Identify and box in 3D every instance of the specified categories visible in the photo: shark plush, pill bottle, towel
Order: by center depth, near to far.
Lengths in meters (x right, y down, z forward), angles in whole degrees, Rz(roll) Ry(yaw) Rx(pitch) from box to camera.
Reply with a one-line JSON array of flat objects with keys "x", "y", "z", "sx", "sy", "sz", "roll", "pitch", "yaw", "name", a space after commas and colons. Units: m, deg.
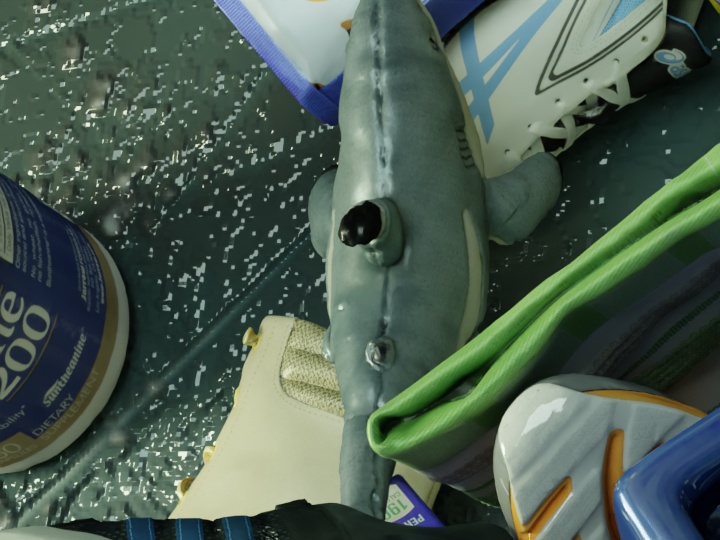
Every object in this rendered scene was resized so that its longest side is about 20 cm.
[{"x": 0.092, "y": 0.031, "z": 0.894, "sx": 0.149, "sy": 0.200, "sz": 0.031, "roll": -40, "pitch": 69, "yaw": 9, "name": "towel"}, {"x": 0.000, "y": 0.000, "z": 0.927, "sx": 0.090, "sy": 0.083, "sz": 0.201, "roll": 8, "pitch": 55, "yaw": 21, "name": "shark plush"}, {"x": -0.181, "y": 0.000, "z": 1.043, "sx": 0.110, "sy": 0.200, "sz": 0.112, "roll": -10, "pitch": 67, "yaw": 24, "name": "pill bottle"}]

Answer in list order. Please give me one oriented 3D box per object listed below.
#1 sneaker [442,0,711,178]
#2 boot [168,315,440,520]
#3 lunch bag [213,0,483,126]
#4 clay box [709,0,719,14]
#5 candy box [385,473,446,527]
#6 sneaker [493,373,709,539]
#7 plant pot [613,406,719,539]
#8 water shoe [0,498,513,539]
[{"x": 0.080, "y": -0.077, "z": 1.018, "sx": 0.072, "sy": 0.072, "sz": 0.200, "roll": 44, "pitch": 97, "yaw": 24, "name": "sneaker"}, {"x": -0.059, "y": 0.093, "z": 1.022, "sx": 0.199, "sy": 0.073, "sz": 0.156, "roll": 5, "pitch": 71, "yaw": 34, "name": "boot"}, {"x": 0.004, "y": -0.169, "z": 1.042, "sx": 0.170, "sy": 0.124, "sz": 0.200, "roll": -41, "pitch": 46, "yaw": 11, "name": "lunch bag"}, {"x": 0.155, "y": -0.100, "z": 0.909, "sx": 0.115, "sy": 0.200, "sz": 0.048, "roll": 34, "pitch": 88, "yaw": 33, "name": "clay box"}, {"x": -0.002, "y": 0.182, "z": 0.844, "sx": 0.169, "sy": 0.077, "sz": 0.200, "roll": -32, "pitch": 43, "yaw": -10, "name": "candy box"}, {"x": 0.097, "y": 0.078, "z": 0.878, "sx": 0.078, "sy": 0.200, "sz": 0.077, "roll": -46, "pitch": 48, "yaw": 8, "name": "sneaker"}, {"x": 0.206, "y": 0.122, "z": 0.792, "sx": 0.199, "sy": 0.180, "sz": 0.200, "roll": -30, "pitch": 58, "yaw": -9, "name": "plant pot"}, {"x": -0.039, "y": 0.108, "z": 0.846, "sx": 0.199, "sy": 0.079, "sz": 0.072, "roll": 2, "pitch": 107, "yaw": 34, "name": "water shoe"}]
